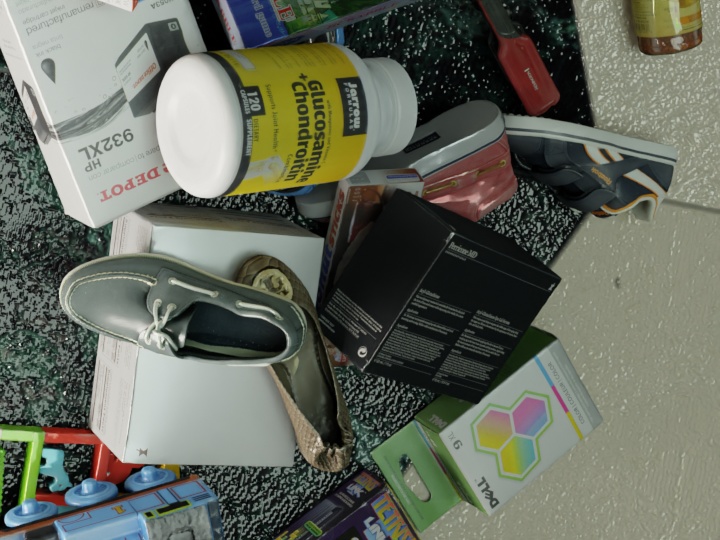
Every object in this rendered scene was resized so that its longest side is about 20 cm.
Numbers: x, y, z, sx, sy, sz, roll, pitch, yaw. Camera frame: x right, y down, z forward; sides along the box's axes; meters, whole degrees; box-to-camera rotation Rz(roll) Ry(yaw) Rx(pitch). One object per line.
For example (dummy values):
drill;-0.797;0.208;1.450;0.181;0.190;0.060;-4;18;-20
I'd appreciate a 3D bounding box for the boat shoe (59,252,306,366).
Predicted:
boat shoe;-0.140;0.034;1.438;0.198;0.062;0.073;11;102;-2

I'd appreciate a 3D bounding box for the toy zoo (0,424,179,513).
toy zoo;-0.234;0.203;1.589;0.198;0.020;0.132;6;99;-25

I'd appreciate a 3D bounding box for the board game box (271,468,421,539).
board game box;-0.004;0.313;1.698;0.165;0.057;0.201;-35;113;-15

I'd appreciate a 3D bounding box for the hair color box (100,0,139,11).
hair color box;-0.249;-0.281;1.373;0.198;0.111;0.064;18;53;4

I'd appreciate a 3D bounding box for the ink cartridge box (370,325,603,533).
ink cartridge box;0.120;0.155;1.715;0.199;0.059;0.104;-37;114;-12

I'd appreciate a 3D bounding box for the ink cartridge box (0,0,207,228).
ink cartridge box;-0.199;-0.157;1.489;0.144;0.084;0.201;-26;111;-18

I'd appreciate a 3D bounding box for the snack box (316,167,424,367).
snack box;0.000;0.000;1.602;0.071;0.024;0.201;-5;129;-24

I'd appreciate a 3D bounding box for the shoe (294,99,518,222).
shoe;0.045;-0.070;1.625;0.199;0.072;0.091;-24;126;-6

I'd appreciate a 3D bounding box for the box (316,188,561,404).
box;0.069;0.026;1.596;0.142;0.079;0.200;-54;146;10

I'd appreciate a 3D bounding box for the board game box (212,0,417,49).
board game box;-0.046;-0.296;1.510;0.198;0.041;0.201;-22;87;-18

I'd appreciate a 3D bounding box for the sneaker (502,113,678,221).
sneaker;0.205;-0.092;1.688;0.199;0.078;0.080;11;92;-27

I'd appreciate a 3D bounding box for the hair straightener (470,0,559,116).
hair straightener;0.112;-0.224;1.622;0.041;0.077;0.200;-35;131;7

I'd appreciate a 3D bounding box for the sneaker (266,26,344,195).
sneaker;-0.064;-0.161;1.556;0.082;0.071;0.201;-2;105;-30

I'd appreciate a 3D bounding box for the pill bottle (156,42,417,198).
pill bottle;-0.055;-0.123;1.464;0.199;0.112;0.113;-10;106;-38

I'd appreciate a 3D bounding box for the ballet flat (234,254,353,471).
ballet flat;-0.049;0.080;1.507;0.067;0.046;0.201;-26;112;-19

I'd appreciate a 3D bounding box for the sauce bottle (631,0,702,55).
sauce bottle;0.272;-0.300;1.678;0.066;0.066;0.202;-18;110;-19

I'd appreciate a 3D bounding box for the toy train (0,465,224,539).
toy train;-0.210;0.225;1.529;0.198;0.114;0.087;-13;107;-21

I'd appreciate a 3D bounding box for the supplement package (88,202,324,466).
supplement package;-0.131;0.054;1.552;0.155;0.111;0.202;4;100;-25
